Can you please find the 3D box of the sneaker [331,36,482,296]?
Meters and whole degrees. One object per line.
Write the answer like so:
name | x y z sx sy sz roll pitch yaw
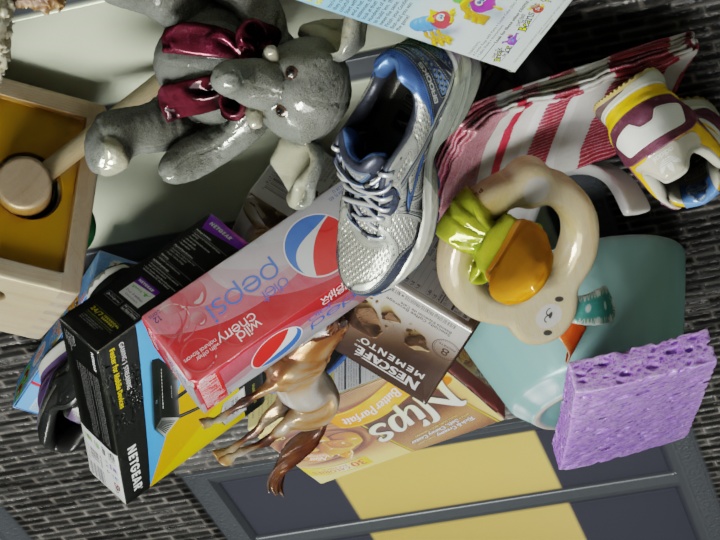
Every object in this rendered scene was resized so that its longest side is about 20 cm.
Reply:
sneaker | 0.011 -0.072 1.547 0.077 0.085 0.200 28 116 28

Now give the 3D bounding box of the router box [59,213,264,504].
router box | -0.148 0.070 1.744 0.149 0.051 0.200 -37 149 -25

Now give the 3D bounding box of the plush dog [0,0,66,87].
plush dog | -0.290 -0.128 1.523 0.160 0.200 0.172 3 119 -23

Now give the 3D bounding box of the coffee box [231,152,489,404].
coffee box | 0.000 0.000 1.753 0.200 0.080 0.113 32 141 2

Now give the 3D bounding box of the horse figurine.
horse figurine | -0.062 0.100 1.775 0.133 0.050 0.200 -27 147 -7

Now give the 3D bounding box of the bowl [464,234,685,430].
bowl | 0.180 0.060 1.830 0.201 0.105 0.201 -13 158 -5

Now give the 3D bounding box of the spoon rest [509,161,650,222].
spoon rest | 0.127 -0.039 1.780 0.200 0.061 0.099 -22 172 31

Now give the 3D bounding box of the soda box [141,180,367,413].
soda box | -0.056 0.012 1.641 0.200 0.070 0.063 -35 160 -10

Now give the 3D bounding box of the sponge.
sponge | 0.211 0.104 1.776 0.112 0.030 0.200 -14 159 -5

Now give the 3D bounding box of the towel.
towel | 0.144 -0.101 1.644 0.200 0.023 0.144 -20 157 -19

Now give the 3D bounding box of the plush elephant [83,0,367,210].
plush elephant | -0.076 -0.130 1.557 0.200 0.165 0.155 6 -173 -35

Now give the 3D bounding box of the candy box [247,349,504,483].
candy box | 0.014 0.115 2.000 0.200 0.055 0.115 -22 139 27

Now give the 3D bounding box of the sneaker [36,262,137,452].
sneaker | -0.199 0.077 1.793 0.076 0.088 0.200 19 138 -18

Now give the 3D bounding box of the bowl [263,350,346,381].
bowl | -0.098 0.042 1.911 0.201 0.039 0.201 0 145 0

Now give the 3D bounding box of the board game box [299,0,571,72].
board game box | 0.035 -0.225 1.481 0.200 0.103 0.105 16 138 -22

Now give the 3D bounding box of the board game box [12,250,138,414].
board game box | -0.184 0.073 1.886 0.151 0.037 0.200 19 140 -18

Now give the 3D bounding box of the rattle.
rattle | 0.149 0.022 1.636 0.143 0.130 0.200 26 152 50

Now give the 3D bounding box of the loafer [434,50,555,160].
loafer | 0.094 -0.102 1.707 0.072 0.063 0.200 -18 160 -32

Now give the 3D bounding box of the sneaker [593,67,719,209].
sneaker | 0.232 -0.080 1.650 0.075 0.090 0.200 -35 159 19

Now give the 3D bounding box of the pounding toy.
pounding toy | -0.254 -0.067 1.657 0.200 0.184 0.142 14 154 -19
